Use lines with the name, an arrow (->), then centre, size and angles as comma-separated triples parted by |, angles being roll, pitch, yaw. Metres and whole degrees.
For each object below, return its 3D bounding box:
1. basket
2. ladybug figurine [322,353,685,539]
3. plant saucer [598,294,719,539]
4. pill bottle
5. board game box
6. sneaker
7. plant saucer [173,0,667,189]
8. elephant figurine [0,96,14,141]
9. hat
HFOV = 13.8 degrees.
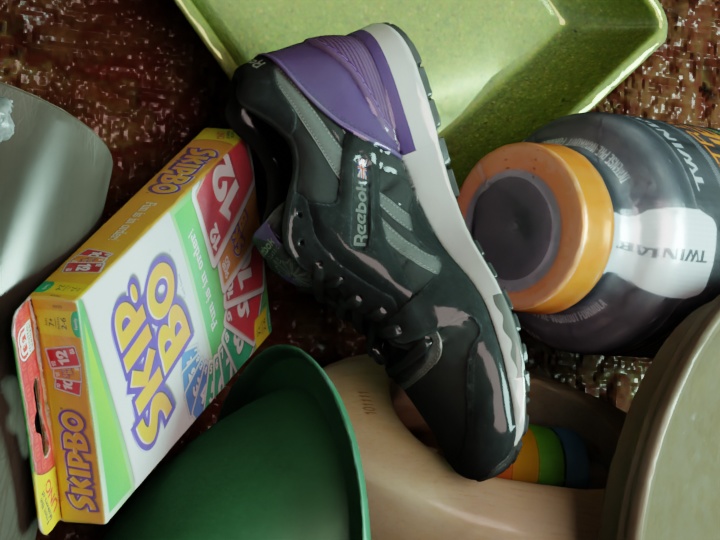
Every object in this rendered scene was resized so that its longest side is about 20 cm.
basket -> -0.178, 0.031, 1.161 | 0.180, 0.136, 0.200 | 42, 58, -56
ladybug figurine -> 0.058, 0.097, 1.300 | 0.200, 0.136, 0.072 | 12, 118, -21
plant saucer -> 0.154, 0.097, 1.270 | 0.200, 0.029, 0.201 | -27, 123, -51
pill bottle -> 0.126, -0.014, 1.309 | 0.200, 0.106, 0.107 | 4, 85, -51
board game box -> -0.085, 0.022, 1.196 | 0.200, 0.030, 0.096 | -47, 136, -57
sneaker -> 0.000, 0.000, 1.233 | 0.087, 0.076, 0.200 | -14, 75, -24
plant saucer -> 0.013, -0.126, 1.321 | 0.200, 0.048, 0.200 | -43, 106, -24
elephant figurine -> -0.226, -0.150, 1.102 | 0.141, 0.155, 0.200 | -14, 60, 4
hat -> -0.107, 0.127, 1.181 | 0.176, 0.166, 0.201 | 2, 81, -25
